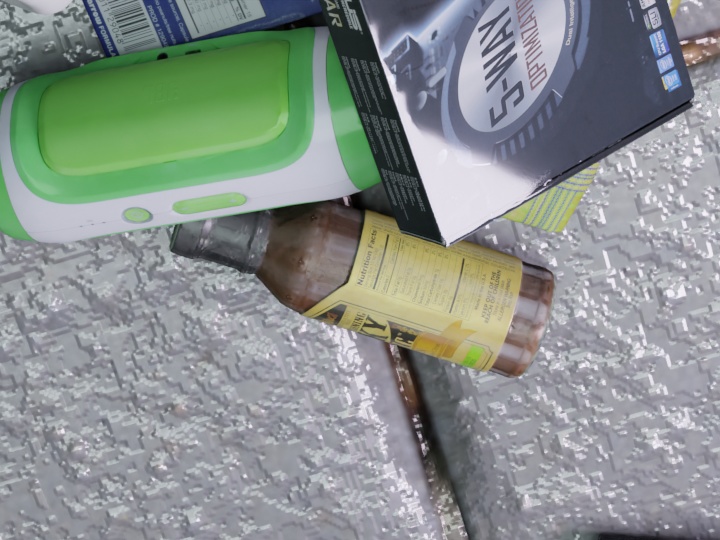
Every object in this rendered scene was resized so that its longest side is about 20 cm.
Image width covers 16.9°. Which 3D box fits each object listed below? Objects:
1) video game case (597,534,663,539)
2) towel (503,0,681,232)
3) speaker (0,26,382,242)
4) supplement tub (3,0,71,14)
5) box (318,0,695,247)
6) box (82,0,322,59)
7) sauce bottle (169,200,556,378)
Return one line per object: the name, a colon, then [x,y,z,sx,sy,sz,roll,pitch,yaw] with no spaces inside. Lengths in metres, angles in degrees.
video game case: [0.223,0.245,1.335,0.199,0.026,0.182,5,100,9]
towel: [0.080,-0.127,1.214,0.143,0.023,0.201,19,110,-8]
speaker: [-0.086,-0.067,1.197,0.199,0.089,0.089,-9,110,14]
supplement tub: [-0.162,-0.234,1.112,0.144,0.144,0.201,23,90,-9]
box: [0.061,-0.136,1.135,0.160,0.043,0.201,-28,113,-23]
box: [-0.054,-0.179,1.183,0.199,0.032,0.122,-14,111,23]
sauce bottle: [0.000,0.000,1.261,0.199,0.065,0.065,18,109,-5]
